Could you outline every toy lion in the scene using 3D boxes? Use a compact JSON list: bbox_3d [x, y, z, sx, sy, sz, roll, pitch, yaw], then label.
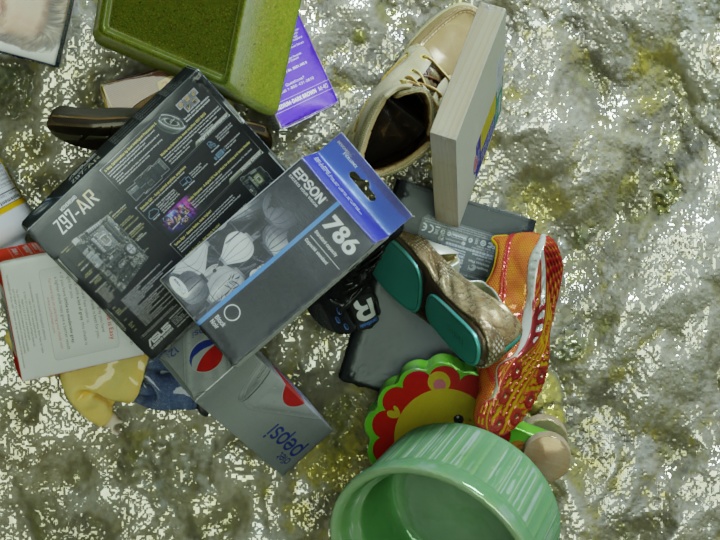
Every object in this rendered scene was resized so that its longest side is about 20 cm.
[{"bbox_3d":[0.090,0.185,1.618,0.191,0.069,0.200,20,106,-1],"label":"toy lion"}]

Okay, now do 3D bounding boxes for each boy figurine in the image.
[{"bbox_3d":[-0.232,0.089,1.588,0.200,0.064,0.125,9,93,-6],"label":"boy figurine"}]

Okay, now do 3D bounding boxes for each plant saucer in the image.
[{"bbox_3d":[-0.149,-0.252,1.481,0.200,0.048,0.200,24,118,19],"label":"plant saucer"}]

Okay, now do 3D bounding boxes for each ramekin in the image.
[{"bbox_3d":[0.082,0.233,1.530,0.200,0.098,0.200,14,124,22],"label":"ramekin"}]

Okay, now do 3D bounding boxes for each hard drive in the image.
[{"bbox_3d":[0.073,0.028,1.634,0.139,0.033,0.200,16,92,-8],"label":"hard drive"}]

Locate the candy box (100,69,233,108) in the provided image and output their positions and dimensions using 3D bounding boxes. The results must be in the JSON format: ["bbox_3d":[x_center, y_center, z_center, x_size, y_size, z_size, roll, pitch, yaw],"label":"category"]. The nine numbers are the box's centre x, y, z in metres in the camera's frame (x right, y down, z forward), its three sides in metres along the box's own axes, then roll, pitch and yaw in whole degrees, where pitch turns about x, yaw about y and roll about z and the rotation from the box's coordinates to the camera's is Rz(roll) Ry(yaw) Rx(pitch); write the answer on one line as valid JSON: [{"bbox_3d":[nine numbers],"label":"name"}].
[{"bbox_3d":[-0.162,-0.089,1.588,0.116,0.056,0.200,-14,94,-5],"label":"candy box"}]

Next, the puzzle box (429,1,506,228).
[{"bbox_3d":[0.096,-0.134,1.529,0.025,0.200,0.133,17,71,10],"label":"puzzle box"}]

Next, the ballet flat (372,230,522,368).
[{"bbox_3d":[0.076,0.017,1.555,0.065,0.200,0.071,-19,138,-29],"label":"ballet flat"}]

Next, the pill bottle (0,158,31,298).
[{"bbox_3d":[-0.365,-0.068,1.541,0.104,0.104,0.200,-29,97,-4],"label":"pill bottle"}]

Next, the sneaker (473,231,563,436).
[{"bbox_3d":[0.133,0.061,1.574,0.077,0.073,0.200,0,63,33],"label":"sneaker"}]

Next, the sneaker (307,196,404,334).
[{"bbox_3d":[0.000,0.000,1.550,0.073,0.200,0.112,-33,101,-27],"label":"sneaker"}]

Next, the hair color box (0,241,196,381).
[{"bbox_3d":[-0.215,0.019,1.515,0.200,0.064,0.111,-12,104,-15],"label":"hair color box"}]

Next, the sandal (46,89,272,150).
[{"bbox_3d":[-0.178,-0.135,1.528,0.200,0.082,0.055,5,72,1],"label":"sandal"}]

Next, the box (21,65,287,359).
[{"bbox_3d":[-0.163,-0.049,1.462,0.200,0.044,0.160,-45,110,-6],"label":"box"}]

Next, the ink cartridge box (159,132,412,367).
[{"bbox_3d":[-0.061,-0.019,1.431,0.200,0.039,0.099,-42,86,-3],"label":"ink cartridge box"}]

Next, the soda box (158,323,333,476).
[{"bbox_3d":[-0.100,0.113,1.542,0.068,0.200,0.063,-42,57,-2],"label":"soda box"}]

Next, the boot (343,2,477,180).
[{"bbox_3d":[0.057,-0.164,1.556,0.073,0.155,0.200,42,89,-7],"label":"boot"}]

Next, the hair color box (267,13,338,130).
[{"bbox_3d":[-0.091,-0.230,1.558,0.065,0.109,0.200,-27,97,-4],"label":"hair color box"}]

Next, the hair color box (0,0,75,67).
[{"bbox_3d":[-0.361,-0.257,1.550,0.200,0.061,0.100,14,93,-8],"label":"hair color box"}]
